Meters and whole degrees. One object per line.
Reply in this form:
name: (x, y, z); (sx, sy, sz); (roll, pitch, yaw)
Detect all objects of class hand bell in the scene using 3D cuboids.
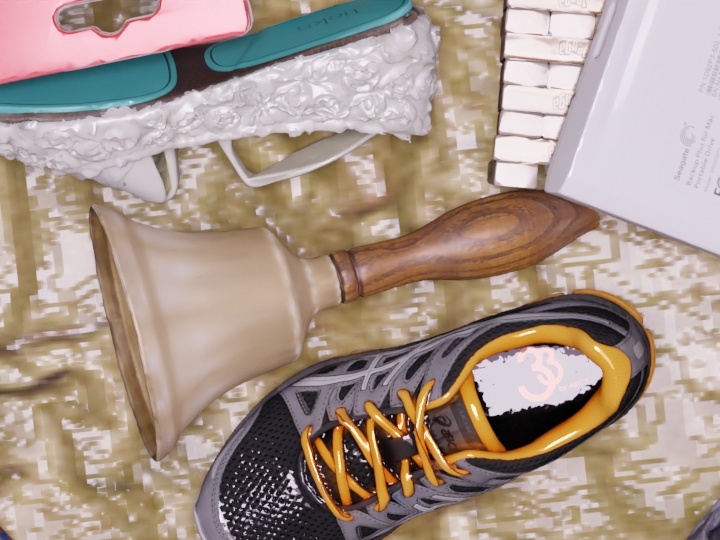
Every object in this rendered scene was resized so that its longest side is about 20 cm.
hand bell: (0.000, 0.000, 0.948); (0.199, 0.104, 0.104); (-15, 91, -12)

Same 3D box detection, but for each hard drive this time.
hard drive: (0.184, -0.060, 0.929); (0.199, 0.026, 0.132); (20, 89, -17)

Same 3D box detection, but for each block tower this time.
block tower: (0.086, -0.132, 0.945); (0.058, 0.054, 0.201); (5, 92, 2)

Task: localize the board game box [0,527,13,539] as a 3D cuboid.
board game box: (-0.199, 0.173, 0.958); (0.165, 0.057, 0.200); (-43, 90, 4)

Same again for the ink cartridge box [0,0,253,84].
ink cartridge box: (-0.112, -0.180, 0.941); (0.116, 0.067, 0.201); (-11, 91, 2)

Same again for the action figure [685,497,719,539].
action figure: (0.110, 0.174, 0.949); (0.200, 0.069, 0.130); (-44, 97, 6)

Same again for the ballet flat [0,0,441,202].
ballet flat: (-0.063, -0.060, 0.946); (0.199, 0.072, 0.072); (-10, 91, 2)

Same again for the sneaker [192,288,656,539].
sneaker: (0.024, 0.062, 0.940); (0.200, 0.077, 0.078); (-27, 92, 3)
